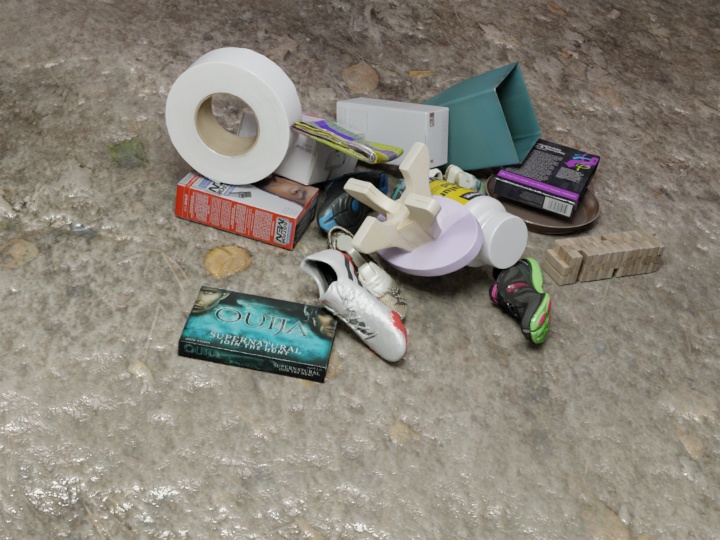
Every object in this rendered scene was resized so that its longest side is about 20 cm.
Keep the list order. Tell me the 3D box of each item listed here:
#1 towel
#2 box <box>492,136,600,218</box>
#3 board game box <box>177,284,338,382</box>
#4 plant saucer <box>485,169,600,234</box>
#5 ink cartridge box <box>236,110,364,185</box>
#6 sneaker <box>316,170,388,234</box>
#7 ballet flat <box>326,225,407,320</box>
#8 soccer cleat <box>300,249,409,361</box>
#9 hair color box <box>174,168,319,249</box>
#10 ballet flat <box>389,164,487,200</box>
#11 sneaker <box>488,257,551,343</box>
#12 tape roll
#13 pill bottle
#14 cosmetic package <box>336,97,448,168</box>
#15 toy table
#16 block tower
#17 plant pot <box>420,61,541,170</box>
[{"bbox_3d":[-0.016,-0.200,1.743,0.143,0.023,0.200,24,13,12],"label":"towel"},{"bbox_3d":[0.327,-0.168,1.978,0.143,0.036,0.200,20,36,15],"label":"box"},{"bbox_3d":[-0.136,0.083,1.547,0.200,0.028,0.135,11,34,1],"label":"board game box"},{"bbox_3d":[0.312,-0.117,1.956,0.200,0.032,0.200,7,33,-5],"label":"plant saucer"},{"bbox_3d":[-0.102,-0.210,1.890,0.146,0.083,0.200,22,17,17],"label":"ink cartridge box"},{"bbox_3d":[-0.028,-0.107,1.836,0.082,0.073,0.200,6,24,25],"label":"sneaker"},{"bbox_3d":[0.000,0.000,1.662,0.068,0.075,0.200,-29,45,-10],"label":"ballet flat"},{"bbox_3d":[-0.010,0.049,1.564,0.085,0.069,0.200,-2,48,-48],"label":"soccer cleat"},{"bbox_3d":[-0.179,-0.109,1.791,0.200,0.064,0.111,17,33,9],"label":"hair color box"},{"bbox_3d":[0.141,-0.143,1.918,0.200,0.074,0.074,-16,42,-34],"label":"ballet flat"},{"bbox_3d":[0.232,0.047,1.667,0.084,0.077,0.200,1,24,-2],"label":"sneaker"},{"bbox_3d":[-0.194,-0.234,1.732,0.202,0.203,0.071,14,33,7],"label":"tape roll"},{"bbox_3d":[0.157,-0.070,1.737,0.111,0.111,0.200,-18,29,-35],"label":"pill bottle"},{"bbox_3d":[0.053,-0.239,1.957,0.200,0.102,0.074,14,22,35],"label":"cosmetic package"},{"bbox_3d":[0.071,-0.080,1.644,0.200,0.117,0.184,4,60,41],"label":"toy table"},{"bbox_3d":[0.395,-0.023,1.818,0.200,0.054,0.058,-9,39,-25],"label":"block tower"},{"bbox_3d":[0.189,-0.259,1.999,0.200,0.142,0.141,-9,23,30],"label":"plant pot"}]
